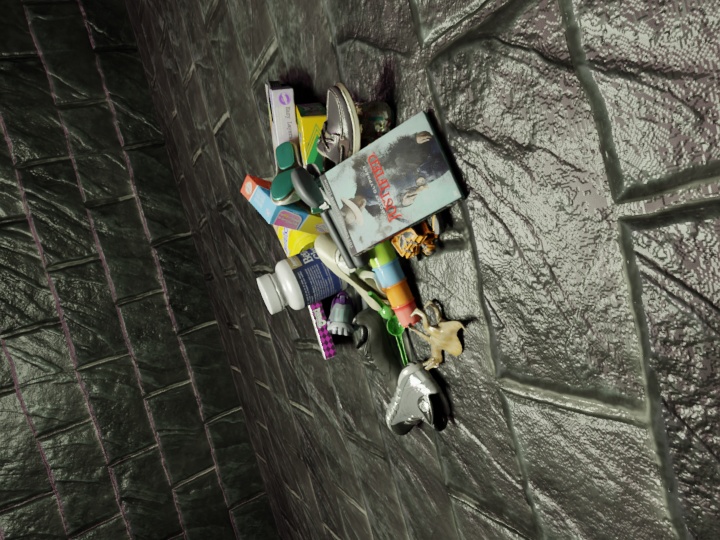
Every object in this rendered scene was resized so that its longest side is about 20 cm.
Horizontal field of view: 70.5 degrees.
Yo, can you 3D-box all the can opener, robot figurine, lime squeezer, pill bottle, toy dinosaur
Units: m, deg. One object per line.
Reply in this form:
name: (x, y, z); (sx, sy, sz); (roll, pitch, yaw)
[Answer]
can opener: (-0.002, 0.024, 1.053); (0.053, 0.066, 0.202); (36, 141, 52)
robot figurine: (0.065, -0.110, 0.841); (0.202, 0.058, 0.145); (64, 155, 18)
lime squeezer: (0.054, 0.099, 0.963); (0.037, 0.071, 0.201); (-7, 125, 30)
can opener: (-0.056, -0.087, 0.871); (0.053, 0.067, 0.202); (-11, 110, 55)
pill bottle: (-0.114, 0.016, 1.089); (0.111, 0.198, 0.112); (55, 160, 32)
toy dinosaur: (0.135, 0.099, 0.856); (0.101, 0.058, 0.201); (46, 153, 17)

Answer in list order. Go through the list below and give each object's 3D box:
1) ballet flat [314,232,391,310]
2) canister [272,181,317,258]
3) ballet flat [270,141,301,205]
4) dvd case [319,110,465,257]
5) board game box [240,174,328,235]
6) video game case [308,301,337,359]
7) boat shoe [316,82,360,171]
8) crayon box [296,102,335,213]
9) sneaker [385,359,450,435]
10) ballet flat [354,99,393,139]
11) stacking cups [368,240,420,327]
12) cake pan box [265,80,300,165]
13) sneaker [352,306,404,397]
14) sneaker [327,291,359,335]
ballet flat: (0.000, 0.000, 0.957); (0.200, 0.070, 0.069); (43, 160, -18)
canister: (-0.157, -0.110, 1.244); (0.201, 0.086, 0.149); (62, 151, 24)
ballet flat: (-0.135, -0.178, 0.997); (0.201, 0.068, 0.070); (-99, 13, -46)
dvd case: (0.043, -0.129, 0.785); (0.199, 0.022, 0.147); (-27, 79, 25)
board game box: (-0.129, -0.126, 1.056); (0.153, 0.199, 0.041); (44, 114, 43)
video game case: (-0.106, 0.108, 1.269); (0.181, 0.035, 0.202); (170, 83, -83)
boat shoe: (-0.040, -0.206, 0.844); (0.072, 0.064, 0.201); (56, 158, 38)
crayon box: (-0.087, -0.226, 0.994); (0.200, 0.058, 0.175); (-112, 15, -65)
sneaker: (0.112, 0.276, 0.968); (0.115, 0.074, 0.202); (45, 141, 40)
ballet flat: (-0.015, -0.264, 0.900); (0.199, 0.063, 0.077); (11, 109, 61)
stacking cups: (0.050, 0.007, 0.917); (0.060, 0.060, 0.202); (-16, 98, 63)
cake pan box: (-0.171, -0.316, 1.133); (0.184, 0.052, 0.202); (-123, 27, -61)
sneaker: (0.038, 0.168, 1.026); (0.076, 0.090, 0.202); (-18, 91, 62)
sneaker: (-0.033, 0.090, 1.126); (0.200, 0.073, 0.089); (172, 105, -86)
